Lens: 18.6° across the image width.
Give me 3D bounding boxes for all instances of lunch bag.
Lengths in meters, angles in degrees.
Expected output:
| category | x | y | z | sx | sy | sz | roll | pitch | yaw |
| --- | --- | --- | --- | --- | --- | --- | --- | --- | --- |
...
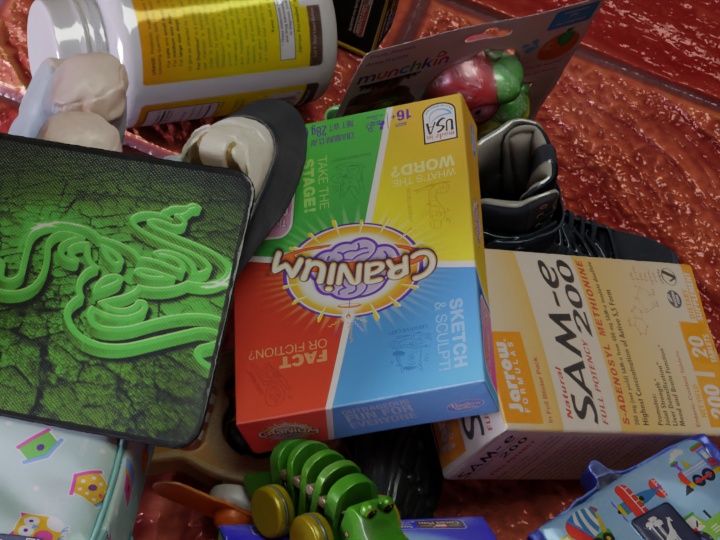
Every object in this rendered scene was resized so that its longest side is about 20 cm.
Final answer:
| category | x | y | z | sx | sy | sz | roll | pitch | yaw |
| --- | --- | --- | --- | --- | --- | --- | --- | --- | --- |
| lunch bag | -0.205 | 0.120 | 1.233 | 0.159 | 0.078 | 0.201 | 7 | 39 | 5 |
| lunch bag | 0.195 | 0.197 | 1.305 | 0.150 | 0.094 | 0.201 | -27 | 72 | -31 |

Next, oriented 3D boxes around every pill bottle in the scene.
| category | x | y | z | sx | sy | sz | roll | pitch | yaw |
| --- | --- | --- | --- | --- | --- | --- | --- | --- | --- |
| pill bottle | -0.123 | -0.158 | 1.514 | 0.198 | 0.110 | 0.110 | -9 | 55 | -22 |

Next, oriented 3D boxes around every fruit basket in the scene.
| category | x | y | z | sx | sy | sz | roll | pitch | yaw |
| --- | --- | --- | --- | --- | --- | --- | --- | --- | --- |
| fruit basket | 0.059 | -0.101 | 1.460 | 0.184 | 0.200 | 0.094 | -15 | 72 | -26 |

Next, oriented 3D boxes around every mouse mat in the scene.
| category | x | y | z | sx | sy | sz | roll | pitch | yaw |
| --- | --- | --- | --- | --- | --- | --- | --- | --- | --- |
| mouse mat | -0.167 | 0.007 | 1.231 | 0.198 | 0.008 | 0.162 | 9 | 76 | 11 |

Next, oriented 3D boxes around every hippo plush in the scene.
| category | x | y | z | sx | sy | sz | roll | pitch | yaw |
| --- | --- | --- | --- | --- | --- | --- | --- | --- | --- |
| hippo plush | -0.155 | -0.018 | 1.350 | 0.160 | 0.201 | 0.159 | 29 | 8 | -21 |

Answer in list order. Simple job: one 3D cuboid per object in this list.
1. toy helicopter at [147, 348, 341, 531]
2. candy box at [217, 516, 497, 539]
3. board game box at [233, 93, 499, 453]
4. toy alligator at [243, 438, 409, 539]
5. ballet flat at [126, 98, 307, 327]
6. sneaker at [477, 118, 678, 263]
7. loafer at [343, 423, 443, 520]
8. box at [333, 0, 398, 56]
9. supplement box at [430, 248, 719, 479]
| category | x | y | z | sx | sy | sz | roll | pitch | yaw |
| --- | --- | --- | --- | --- | --- | --- | --- | --- | --- |
| toy helicopter | -0.107 | 0.113 | 1.339 | 0.198 | 0.079 | 0.133 | -12 | 64 | -10 |
| candy box | 0.016 | 0.216 | 1.218 | 0.167 | 0.078 | 0.200 | 0 | 21 | -15 |
| board game box | 0.000 | 0.000 | 1.313 | 0.152 | 0.040 | 0.202 | -11 | 58 | 12 |
| toy alligator | -0.003 | 0.138 | 1.229 | 0.059 | 0.055 | 0.199 | -11 | 26 | -35 |
| ballet flat | -0.085 | -0.037 | 1.284 | 0.073 | 0.073 | 0.201 | 23 | 60 | 5 |
| sneaker | 0.137 | -0.029 | 1.458 | 0.200 | 0.147 | 0.077 | -1 | 50 | -18 |
| loafer | 0.017 | 0.096 | 1.383 | 0.070 | 0.068 | 0.202 | -6 | 50 | 22 |
| box | -0.035 | -0.265 | 1.564 | 0.159 | 0.201 | 0.049 | 26 | 48 | 6 |
| supplement box | 0.134 | 0.061 | 1.382 | 0.199 | 0.073 | 0.127 | 3 | 60 | -35 |
